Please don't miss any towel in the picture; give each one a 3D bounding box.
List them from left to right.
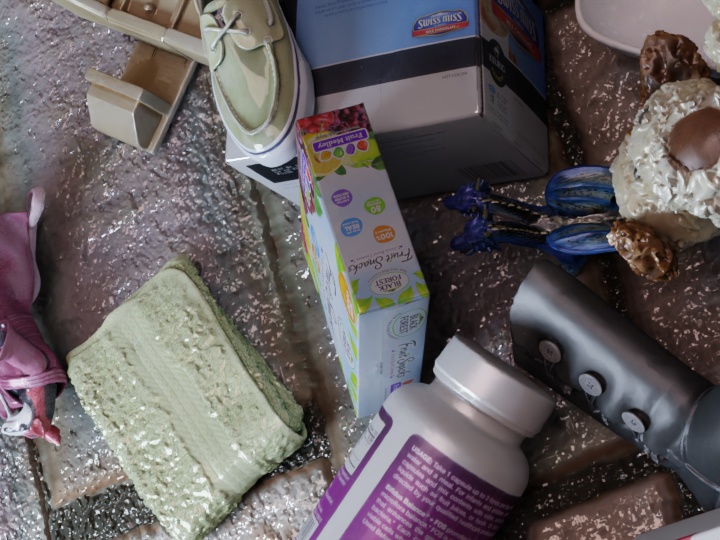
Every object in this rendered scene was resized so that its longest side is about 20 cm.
[{"bbox_3d":[-0.139,0.099,1.169,0.148,0.036,0.200,-45,61,11],"label":"towel"}]

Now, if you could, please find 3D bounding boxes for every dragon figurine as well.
[{"bbox_3d":[0.156,-0.034,1.011,0.199,0.099,0.059,-5,75,26],"label":"dragon figurine"}]

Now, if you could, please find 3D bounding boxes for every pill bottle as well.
[{"bbox_3d":[0.043,0.148,1.016,0.112,0.112,0.200,36,95,30],"label":"pill bottle"}]

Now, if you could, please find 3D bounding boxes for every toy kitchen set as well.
[{"bbox_3d":[-0.214,-0.205,1.204,0.199,0.180,0.164,23,89,35],"label":"toy kitchen set"}]

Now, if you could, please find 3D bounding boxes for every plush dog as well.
[{"bbox_3d":[0.222,-0.079,0.914,0.172,0.160,0.201,-24,41,53],"label":"plush dog"}]

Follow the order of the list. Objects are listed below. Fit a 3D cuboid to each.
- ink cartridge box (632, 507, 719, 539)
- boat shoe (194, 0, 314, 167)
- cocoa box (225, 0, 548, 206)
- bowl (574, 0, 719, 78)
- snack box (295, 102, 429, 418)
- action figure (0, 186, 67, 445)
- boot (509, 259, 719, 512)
[{"bbox_3d":[0.240,0.235,0.864,0.145,0.083,0.201,-26,82,32],"label":"ink cartridge box"},{"bbox_3d":[-0.085,-0.165,1.041,0.072,0.062,0.201,-25,64,22],"label":"boat shoe"},{"bbox_3d":[0.020,-0.134,1.089,0.199,0.133,0.132,-8,71,26],"label":"cocoa box"},{"bbox_3d":[0.259,-0.220,1.021,0.199,0.075,0.201,17,85,29],"label":"bowl"},{"bbox_3d":[0.000,0.000,1.029,0.053,0.200,0.143,-17,67,-7],"label":"snack box"},{"bbox_3d":[-0.286,0.056,1.242,0.149,0.134,0.200,-26,72,-26],"label":"action figure"},{"bbox_3d":[0.184,0.053,0.952,0.065,0.165,0.200,-26,54,-31],"label":"boot"}]
